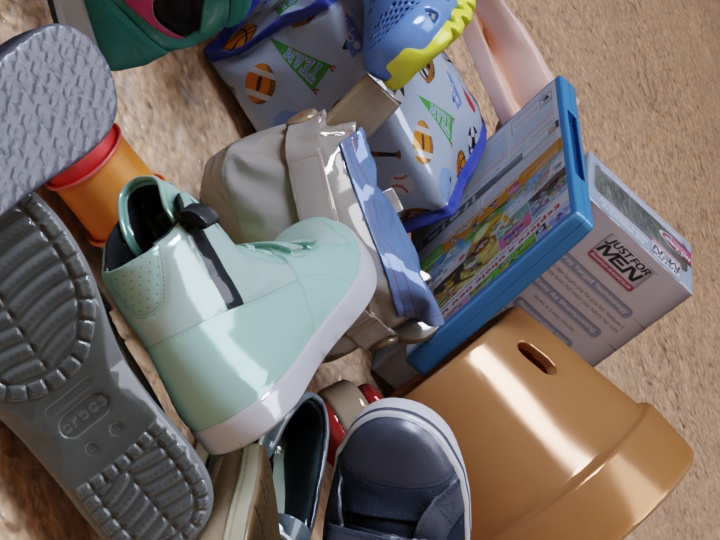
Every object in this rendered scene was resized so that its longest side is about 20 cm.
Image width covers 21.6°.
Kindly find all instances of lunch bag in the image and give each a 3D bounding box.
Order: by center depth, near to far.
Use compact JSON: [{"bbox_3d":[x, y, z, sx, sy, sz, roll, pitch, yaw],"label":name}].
[{"bbox_3d":[0.002,-0.129,1.253,0.170,0.123,0.200,60,30,-21],"label":"lunch bag"}]

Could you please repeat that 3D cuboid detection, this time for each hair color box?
[{"bbox_3d":[0.112,0.025,1.248,0.099,0.200,0.061,40,30,-18],"label":"hair color box"}]

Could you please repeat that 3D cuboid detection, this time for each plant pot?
[{"bbox_3d":[0.084,0.117,1.164,0.140,0.200,0.200,52,21,1],"label":"plant pot"}]

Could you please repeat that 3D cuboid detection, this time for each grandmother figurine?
[{"bbox_3d":[0.075,-0.186,1.275,0.061,0.121,0.200,-40,105,-35],"label":"grandmother figurine"}]

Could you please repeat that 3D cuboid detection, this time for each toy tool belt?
[{"bbox_3d":[0.000,0.000,1.079,0.201,0.123,0.125,66,-15,-9],"label":"toy tool belt"}]

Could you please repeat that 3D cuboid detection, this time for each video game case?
[{"bbox_3d":[0.084,-0.033,1.191,0.018,0.143,0.200,41,23,-18],"label":"video game case"}]

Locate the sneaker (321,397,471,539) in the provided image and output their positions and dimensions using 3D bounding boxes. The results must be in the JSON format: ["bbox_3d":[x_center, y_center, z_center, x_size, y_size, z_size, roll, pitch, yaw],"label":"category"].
[{"bbox_3d":[0.012,0.169,0.984,0.079,0.078,0.201,-59,155,-64],"label":"sneaker"}]

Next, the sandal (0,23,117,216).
[{"bbox_3d":[-0.179,-0.036,0.756,0.200,0.043,0.076,-33,107,-43],"label":"sandal"}]

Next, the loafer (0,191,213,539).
[{"bbox_3d":[-0.139,0.040,0.839,0.200,0.075,0.070,62,-12,-16],"label":"loafer"}]

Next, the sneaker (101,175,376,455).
[{"bbox_3d":[-0.058,-0.010,0.908,0.118,0.074,0.201,59,23,-15],"label":"sneaker"}]

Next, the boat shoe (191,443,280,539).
[{"bbox_3d":[-0.079,0.160,0.855,0.072,0.065,0.200,78,16,-45],"label":"boat shoe"}]

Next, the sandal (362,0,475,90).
[{"bbox_3d":[0.019,-0.184,1.130,0.087,0.079,0.200,38,30,-25],"label":"sandal"}]

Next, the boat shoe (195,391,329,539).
[{"bbox_3d":[-0.053,0.135,0.957,0.073,0.062,0.200,57,24,-32],"label":"boat shoe"}]

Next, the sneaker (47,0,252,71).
[{"bbox_3d":[-0.094,-0.176,0.864,0.200,0.120,0.084,82,-5,-51],"label":"sneaker"}]

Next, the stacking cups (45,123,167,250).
[{"bbox_3d":[-0.110,-0.017,0.972,0.200,0.060,0.061,53,27,-30],"label":"stacking cups"}]
